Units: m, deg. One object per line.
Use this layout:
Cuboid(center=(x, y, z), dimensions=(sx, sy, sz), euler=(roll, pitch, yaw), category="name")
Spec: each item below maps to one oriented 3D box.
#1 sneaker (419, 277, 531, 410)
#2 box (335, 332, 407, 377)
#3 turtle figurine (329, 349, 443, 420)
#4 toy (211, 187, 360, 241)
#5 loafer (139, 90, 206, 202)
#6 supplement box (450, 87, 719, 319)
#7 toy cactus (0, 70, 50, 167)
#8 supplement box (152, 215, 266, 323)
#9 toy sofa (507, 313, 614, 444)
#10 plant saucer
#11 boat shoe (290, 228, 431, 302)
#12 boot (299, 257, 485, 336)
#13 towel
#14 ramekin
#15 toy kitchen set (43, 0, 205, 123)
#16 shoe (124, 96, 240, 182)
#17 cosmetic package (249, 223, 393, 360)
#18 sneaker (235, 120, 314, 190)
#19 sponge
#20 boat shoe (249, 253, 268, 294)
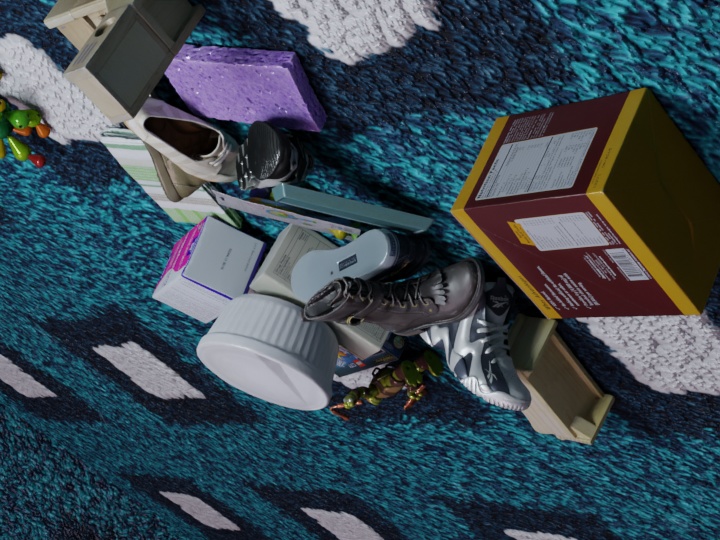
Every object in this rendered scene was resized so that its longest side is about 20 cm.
Cuboid(center=(0.170, 0.079, 1.602), dimensions=(0.079, 0.130, 0.199), euler=(11, -153, -40), category="sneaker")
Cuboid(center=(-0.032, 0.104, 1.959), dimensions=(0.136, 0.038, 0.200), euler=(37, 153, -17), category="box")
Cuboid(center=(0.057, 0.174, 1.938), dimensions=(0.199, 0.065, 0.161), euler=(-2, 157, -38), category="turtle figurine")
Cuboid(center=(-0.092, -0.087, 1.649), dimensions=(0.199, 0.047, 0.115), euler=(19, 173, 0), category="toy")
Cuboid(center=(-0.253, -0.182, 1.628), dimensions=(0.067, 0.076, 0.200), euler=(-18, 133, -1), category="loafer")
Cuboid(center=(0.242, -0.060, 1.281), dimensions=(0.200, 0.133, 0.197), euler=(-4, 140, 48), category="supplement box")
Cuboid(center=(-0.550, -0.233, 1.818), dimensions=(0.165, 0.102, 0.200), euler=(27, 165, 26), category="toy cactus")
Cuboid(center=(-0.231, 0.002, 1.869), dimensions=(0.103, 0.102, 0.200), euler=(26, 160, -15), category="supplement box")
Cuboid(center=(0.257, 0.150, 1.707), dimensions=(0.097, 0.083, 0.200), euler=(6, 147, 47), category="toy sofa")
Cuboid(center=(-0.011, -0.075, 1.544), dimensions=(0.199, 0.019, 0.070), euler=(12, 174, -13), category="plant saucer")
Cuboid(center=(0.000, 0.000, 1.640), dimensions=(0.091, 0.071, 0.200), euler=(6, 161, -43), category="boat shoe")
Cuboid(center=(0.040, 0.034, 1.567), dimensions=(0.174, 0.069, 0.200), euler=(11, 147, -41), category="boot")
Cuboid(center=(-0.270, -0.133, 1.785), dimensions=(0.149, 0.031, 0.200), euler=(9, 151, 38), category="towel")
Cuboid(center=(-0.122, 0.112, 1.753), dimensions=(0.202, 0.094, 0.203), euler=(19, 157, 9), category="ramekin")
Cuboid(center=(-0.325, -0.276, 1.394), dimensions=(0.200, 0.181, 0.163), euler=(-6, 137, 43), category="toy kitchen set")
Cuboid(center=(-0.215, -0.160, 1.577), dimensions=(0.200, 0.070, 0.053), euler=(26, -179, -41), category="shoe")
Cuboid(center=(-0.044, 0.029, 1.762), dimensions=(0.200, 0.104, 0.073), euler=(34, 154, -9), category="cosmetic package")
Cuboid(center=(-0.095, -0.142, 1.523), dimensions=(0.088, 0.074, 0.200), euler=(-4, 179, -14), category="sneaker")
Cuboid(center=(-0.143, -0.221, 1.489), dimensions=(0.199, 0.030, 0.112), euler=(10, 150, 31), category="sponge")
Cuboid(center=(-0.105, 0.058, 1.863), dimensions=(0.200, 0.071, 0.069), euler=(48, 144, 11), category="boat shoe")
